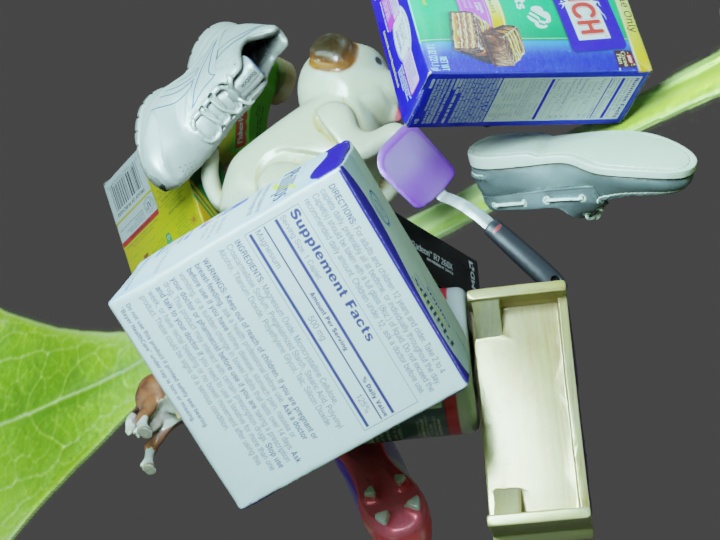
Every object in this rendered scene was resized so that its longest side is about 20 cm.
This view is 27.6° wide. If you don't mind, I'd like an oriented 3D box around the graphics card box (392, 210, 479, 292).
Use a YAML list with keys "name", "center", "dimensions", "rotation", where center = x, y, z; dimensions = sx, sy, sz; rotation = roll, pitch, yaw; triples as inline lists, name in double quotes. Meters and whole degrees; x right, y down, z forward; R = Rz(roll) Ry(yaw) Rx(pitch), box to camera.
- name: "graphics card box"
  center: [0.000, 0.000, 1.224]
  dimensions: [0.125, 0.200, 0.051]
  rotation: [-19, 61, 30]

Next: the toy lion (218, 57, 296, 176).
- name: "toy lion"
  center: [-0.155, -0.109, 1.470]
  dimensions: [0.191, 0.068, 0.202]
  rotation: [-14, 66, 40]

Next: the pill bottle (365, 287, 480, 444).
- name: "pill bottle"
  center: [-0.006, 0.083, 1.201]
  dimensions: [0.198, 0.120, 0.121]
  rotation: [-6, 69, 7]

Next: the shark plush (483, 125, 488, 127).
- name: "shark plush"
  center: [0.121, -0.213, 1.320]
  dimensions: [0.083, 0.091, 0.201]
  rotation: [-21, 43, 2]

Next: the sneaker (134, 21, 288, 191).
- name: "sneaker"
  center: [-0.135, -0.158, 1.328]
  dimensions: [0.087, 0.075, 0.201]
  rotation: [-6, 49, 45]

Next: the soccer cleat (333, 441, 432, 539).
- name: "soccer cleat"
  center: [0.010, 0.167, 1.251]
  dimensions: [0.066, 0.077, 0.200]
  rotation: [-19, 42, -8]

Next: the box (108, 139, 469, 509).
- name: "box"
  center: [-0.048, 0.038, 1.076]
  dimensions: [0.199, 0.105, 0.185]
  rotation: [-29, 102, 12]

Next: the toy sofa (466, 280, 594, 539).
- name: "toy sofa"
  center: [0.136, 0.116, 1.173]
  dimensions: [0.082, 0.098, 0.202]
  rotation: [-7, 68, 8]

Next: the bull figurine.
- name: "bull figurine"
  center: [-0.143, 0.108, 1.367]
  dimensions: [0.199, 0.065, 0.122]
  rotation: [-32, 25, 32]

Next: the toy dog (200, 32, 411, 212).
- name: "toy dog"
  center: [-0.030, -0.111, 1.335]
  dimensions: [0.193, 0.140, 0.201]
  rotation: [19, 74, 34]

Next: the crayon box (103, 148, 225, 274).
- name: "crayon box"
  center: [-0.168, -0.026, 1.389]
  dimensions: [0.127, 0.051, 0.201]
  rotation: [-38, 63, 39]

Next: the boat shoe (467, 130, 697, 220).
- name: "boat shoe"
  center: [0.185, -0.076, 1.219]
  dimensions: [0.199, 0.073, 0.062]
  rotation: [5, 120, 30]

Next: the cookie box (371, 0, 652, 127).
- name: "cookie box"
  center: [0.120, -0.210, 1.213]
  dimensions: [0.075, 0.198, 0.172]
  rotation: [118, 144, -56]

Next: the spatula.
- name: "spatula"
  center: [0.096, -0.046, 1.238]
  dimensions: [0.200, 0.021, 0.057]
  rotation: [41, 69, 15]
